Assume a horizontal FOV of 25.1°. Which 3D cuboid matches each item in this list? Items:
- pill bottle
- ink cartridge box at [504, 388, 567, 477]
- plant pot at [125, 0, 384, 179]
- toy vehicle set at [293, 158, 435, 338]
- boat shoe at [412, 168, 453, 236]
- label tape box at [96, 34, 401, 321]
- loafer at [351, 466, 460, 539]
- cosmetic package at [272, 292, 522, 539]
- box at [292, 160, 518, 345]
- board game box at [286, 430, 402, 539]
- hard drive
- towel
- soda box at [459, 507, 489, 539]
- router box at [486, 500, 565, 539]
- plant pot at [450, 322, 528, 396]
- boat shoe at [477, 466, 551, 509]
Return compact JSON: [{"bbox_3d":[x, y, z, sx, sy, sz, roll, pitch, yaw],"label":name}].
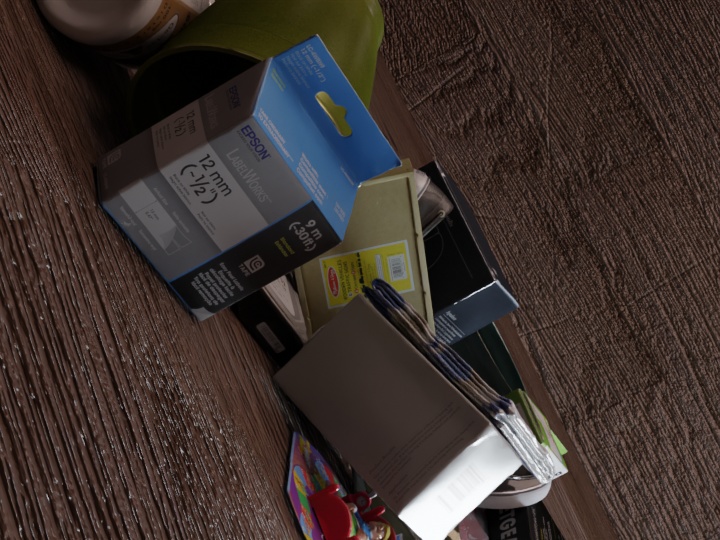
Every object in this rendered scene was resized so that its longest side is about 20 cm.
[{"bbox_3d":[-0.193,-0.234,1.394,0.115,0.114,0.200,63,9,9],"label":"pill bottle"},{"bbox_3d":[0.162,0.232,1.851,0.200,0.147,0.076,48,16,-55],"label":"ink cartridge box"},{"bbox_3d":[-0.069,-0.168,1.379,0.201,0.199,0.193,56,42,-31],"label":"plant pot"},{"bbox_3d":[0.000,0.000,1.519,0.027,0.123,0.201,-108,-172,-59],"label":"toy vehicle set"},{"bbox_3d":[0.014,-0.006,1.579,0.057,0.200,0.069,37,4,-8],"label":"boat shoe"},{"bbox_3d":[-0.081,-0.068,1.242,0.144,0.199,0.066,54,14,-37],"label":"label tape box"},{"bbox_3d":[0.056,0.239,1.489,0.201,0.069,0.075,58,10,-24],"label":"loafer"},{"bbox_3d":[0.028,0.125,1.380,0.200,0.113,0.081,46,-3,41],"label":"cosmetic package"},{"bbox_3d":[0.036,0.010,1.660,0.149,0.199,0.107,65,10,23],"label":"box"},{"bbox_3d":[-0.003,0.211,1.338,0.159,0.039,0.200,59,9,-15],"label":"board game box"},{"bbox_3d":[-0.106,-0.022,1.486,0.140,0.038,0.200,55,10,-37],"label":"hard drive"},{"bbox_3d":[0.089,0.096,1.414,0.200,0.024,0.147,44,-6,38],"label":"towel"},{"bbox_3d":[0.119,0.298,1.661,0.200,0.070,0.064,57,12,-29],"label":"soda box"},{"bbox_3d":[0.181,0.309,1.602,0.150,0.051,0.200,58,13,-17],"label":"router box"},{"bbox_3d":[0.097,0.108,1.906,0.201,0.134,0.200,58,10,-17],"label":"plant pot"},{"bbox_3d":[0.104,0.185,1.581,0.199,0.067,0.070,7,25,-21],"label":"boat shoe"}]
